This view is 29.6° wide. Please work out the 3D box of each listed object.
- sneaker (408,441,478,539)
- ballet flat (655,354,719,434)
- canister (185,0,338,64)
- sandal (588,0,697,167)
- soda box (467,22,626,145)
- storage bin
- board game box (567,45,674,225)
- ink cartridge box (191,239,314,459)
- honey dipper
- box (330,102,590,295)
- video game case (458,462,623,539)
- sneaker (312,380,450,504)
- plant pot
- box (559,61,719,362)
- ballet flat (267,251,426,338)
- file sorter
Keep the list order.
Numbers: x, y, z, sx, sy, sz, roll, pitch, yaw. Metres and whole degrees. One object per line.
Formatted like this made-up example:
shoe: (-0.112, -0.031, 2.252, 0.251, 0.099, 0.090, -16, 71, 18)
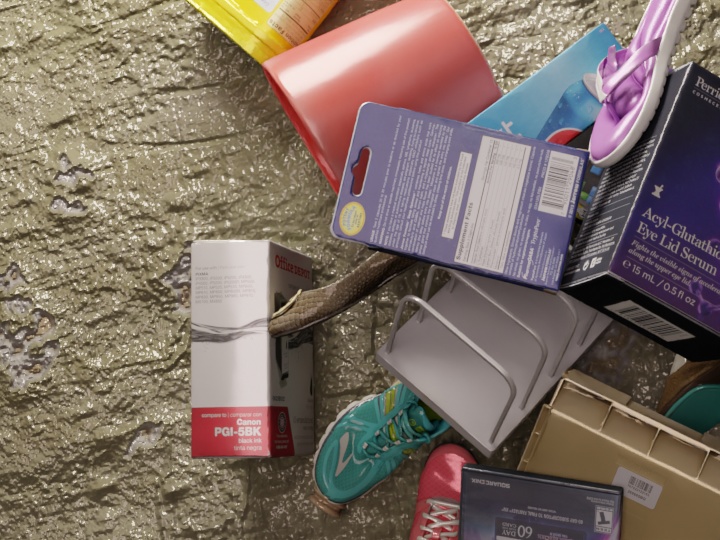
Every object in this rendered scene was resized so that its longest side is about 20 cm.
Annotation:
sneaker: (0.077, 0.262, 1.272, 0.073, 0.087, 0.203, 7, 85, 15)
ballet flat: (0.317, 0.078, 1.212, 0.067, 0.201, 0.073, 7, 51, -18)
canister: (-0.075, -0.317, 1.382, 0.148, 0.087, 0.201, 40, 93, 15)
sandal: (0.228, -0.176, 1.161, 0.049, 0.082, 0.204, 31, 66, -13)
soda box: (0.154, -0.131, 1.216, 0.199, 0.064, 0.068, -37, 89, -10)
storage bin: (0.233, 0.214, 1.206, 0.198, 0.094, 0.201, 25, 107, 17)
board game box: (0.290, -0.093, 1.272, 0.198, 0.057, 0.167, 27, 92, 16)
ink cartridge box: (-0.102, 0.078, 1.311, 0.082, 0.147, 0.203, -2, 84, 14)
honey dipper: (0.016, 0.146, 1.332, 0.038, 0.038, 0.201, 31, 88, 16)
box: (0.083, -0.062, 1.148, 0.197, 0.032, 0.123, 14, 87, 4)
video game case: (0.152, 0.276, 1.189, 0.141, 0.019, 0.203, 6, 100, 21)
sneaker: (0.037, 0.142, 1.277, 0.199, 0.080, 0.078, -40, 95, -5)
plant pot: (0.030, -0.157, 1.288, 0.176, 0.201, 0.202, -32, 76, -1)
box: (0.278, -0.046, 1.141, 0.147, 0.104, 0.202, 26, 77, -11)
ballet flat: (0.000, 0.000, 1.228, 0.198, 0.067, 0.047, -29, 97, 1)
file sorter: (0.134, 0.032, 1.219, 0.138, 0.125, 0.200, 39, 61, 16)
